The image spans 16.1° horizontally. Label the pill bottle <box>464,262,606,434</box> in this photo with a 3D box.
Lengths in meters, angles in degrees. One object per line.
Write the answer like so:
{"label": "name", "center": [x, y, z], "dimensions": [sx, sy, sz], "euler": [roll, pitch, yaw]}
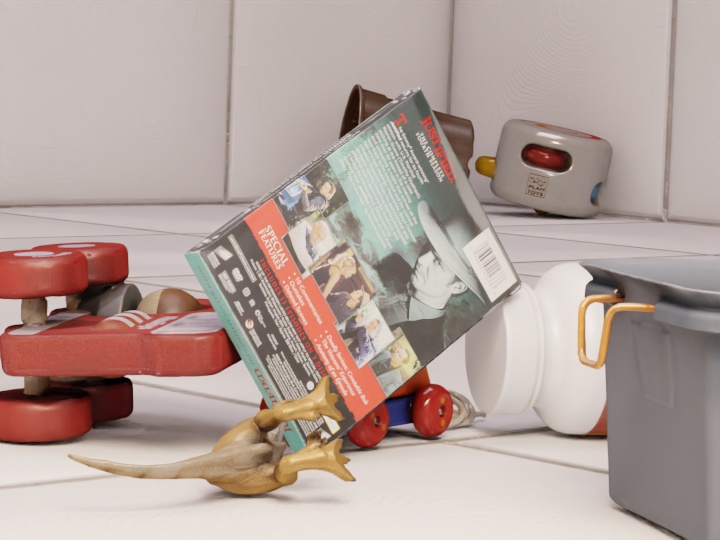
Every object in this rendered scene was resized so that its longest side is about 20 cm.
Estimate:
{"label": "pill bottle", "center": [0.175, 0.051, 1.660], "dimensions": [0.199, 0.113, 0.112], "euler": [0, 5, -16]}

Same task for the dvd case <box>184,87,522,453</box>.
{"label": "dvd case", "center": [0.000, 0.000, 1.536], "dimensions": [0.200, 0.146, 0.022], "euler": [-38, 17, -32]}

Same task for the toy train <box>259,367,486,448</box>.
{"label": "toy train", "center": [0.022, 0.045, 1.633], "dimensions": [0.084, 0.116, 0.200], "euler": [6, 6, 36]}

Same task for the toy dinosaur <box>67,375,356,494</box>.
{"label": "toy dinosaur", "center": [-0.063, 0.103, 1.373], "dimensions": [0.106, 0.061, 0.200], "euler": [-22, -8, 17]}

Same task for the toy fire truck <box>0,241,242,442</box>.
{"label": "toy fire truck", "center": [-0.138, 0.042, 1.581], "dimensions": [0.167, 0.113, 0.200], "euler": [1, 5, 13]}

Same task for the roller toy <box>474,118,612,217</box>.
{"label": "roller toy", "center": [0.303, -0.159, 4.091], "dimensions": [0.199, 0.141, 0.182], "euler": [8, 9, -31]}

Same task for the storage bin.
{"label": "storage bin", "center": [0.185, 0.068, 1.319], "dimensions": [0.145, 0.135, 0.200], "euler": [1, 4, -15]}

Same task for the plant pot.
{"label": "plant pot", "center": [0.071, -0.184, 4.109], "dimensions": [0.197, 0.201, 0.200], "euler": [10, 3, -9]}
